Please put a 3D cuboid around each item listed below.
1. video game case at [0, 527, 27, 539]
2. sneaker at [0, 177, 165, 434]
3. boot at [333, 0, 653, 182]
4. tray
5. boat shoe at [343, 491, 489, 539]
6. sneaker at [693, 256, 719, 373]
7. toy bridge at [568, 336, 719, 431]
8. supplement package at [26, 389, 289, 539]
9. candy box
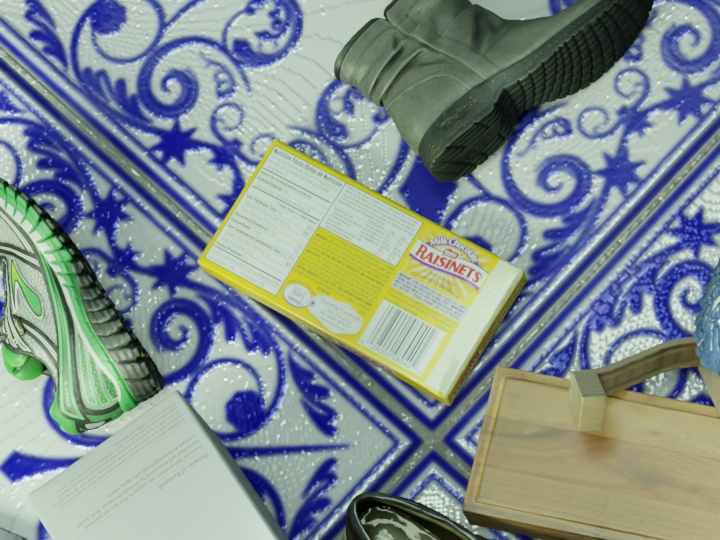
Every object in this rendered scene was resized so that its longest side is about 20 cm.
[{"bbox_3d":[-0.335,0.207,1.811,0.199,0.019,0.143,21,76,19],"label":"video game case"},{"bbox_3d":[-0.217,0.020,1.821,0.085,0.078,0.200,-34,68,-1],"label":"sneaker"},{"bbox_3d":[0.086,-0.163,1.835,0.200,0.068,0.131,-36,62,-4],"label":"boot"},{"bbox_3d":[0.173,0.128,1.725,0.199,0.037,0.099,10,72,16],"label":"tray"},{"bbox_3d":[0.069,0.205,1.702,0.200,0.065,0.073,28,77,18],"label":"boat shoe"},{"bbox_3d":[0.274,-0.013,1.720,0.085,0.077,0.200,25,61,6],"label":"sneaker"},{"bbox_3d":[0.228,0.066,1.719,0.199,0.027,0.067,-5,30,-7],"label":"toy bridge"},{"bbox_3d":[-0.097,0.200,1.708,0.120,0.121,0.200,-35,67,-3],"label":"supplement package"},{"bbox_3d":[0.000,0.000,1.812,0.200,0.026,0.102,29,76,19],"label":"candy box"}]
